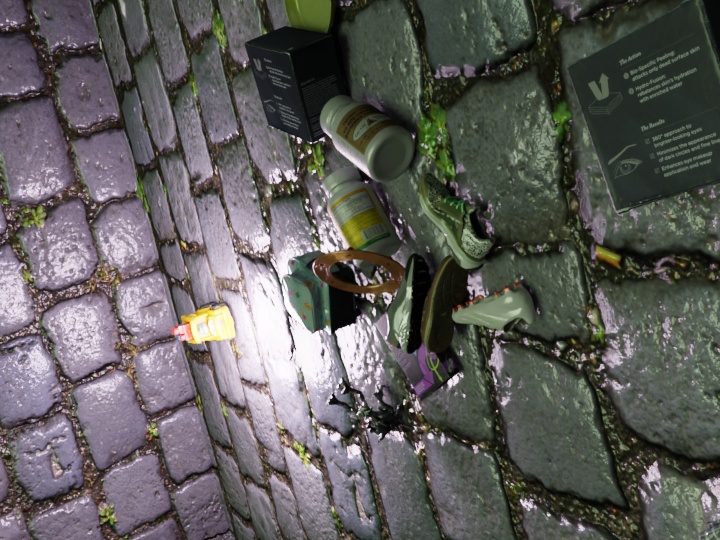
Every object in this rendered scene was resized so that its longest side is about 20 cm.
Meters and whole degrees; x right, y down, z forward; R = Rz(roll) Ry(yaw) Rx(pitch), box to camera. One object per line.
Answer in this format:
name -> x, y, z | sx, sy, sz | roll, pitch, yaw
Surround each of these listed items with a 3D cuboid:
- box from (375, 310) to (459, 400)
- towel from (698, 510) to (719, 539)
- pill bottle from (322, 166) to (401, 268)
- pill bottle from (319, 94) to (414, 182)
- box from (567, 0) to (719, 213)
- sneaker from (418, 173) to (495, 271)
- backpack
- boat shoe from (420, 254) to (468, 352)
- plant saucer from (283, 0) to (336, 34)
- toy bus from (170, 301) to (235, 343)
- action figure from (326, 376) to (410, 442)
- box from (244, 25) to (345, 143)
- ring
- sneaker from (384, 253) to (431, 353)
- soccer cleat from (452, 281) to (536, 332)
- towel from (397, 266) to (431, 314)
box -> 0.116, 0.162, 1.596 | 0.201, 0.036, 0.143 | 59, 147, 16
towel -> 0.558, 0.393, 0.970 | 0.201, 0.085, 0.166 | 60, 148, 19
pill bottle -> -0.003, -0.116, 1.598 | 0.201, 0.112, 0.113 | 63, 149, 14
pill bottle -> 0.008, -0.270, 1.493 | 0.200, 0.114, 0.115 | 44, 140, 39
box -> 0.382, -0.197, 0.892 | 0.196, 0.117, 0.201 | -18, 92, 60
sneaker -> 0.182, -0.103, 1.355 | 0.089, 0.077, 0.201 | -44, 72, 43
backpack -> -0.108, 0.048, 1.832 | 0.200, 0.153, 0.177 | 41, 144, 51
boat shoe -> 0.153, 0.058, 1.459 | 0.068, 0.072, 0.201 | -134, 51, -56
plant saucer -> -0.104, -0.582, 1.592 | 0.200, 0.031, 0.201 | 37, 137, 46
toy bus -> -0.554, 0.196, 2.611 | 0.200, 0.191, 0.137 | -3, 102, 58
action figure -> 0.026, 0.331, 1.809 | 0.199, 0.102, 0.119 | 29, 110, -2
box -> -0.134, -0.405, 1.619 | 0.196, 0.117, 0.201 | 31, 143, 48
ring -> 0.000, 0.000, 1.559 | 0.200, 0.199, 0.019 | 140, 142, -58
sneaker -> 0.089, 0.064, 1.511 | 0.079, 0.074, 0.202 | 15, 101, 35
soccer cleat -> 0.236, 0.080, 1.356 | 0.200, 0.069, 0.078 | -26, 88, 58
towel -> 0.130, 0.104, 1.595 | 0.145, 0.024, 0.201 | 35, 136, 43
